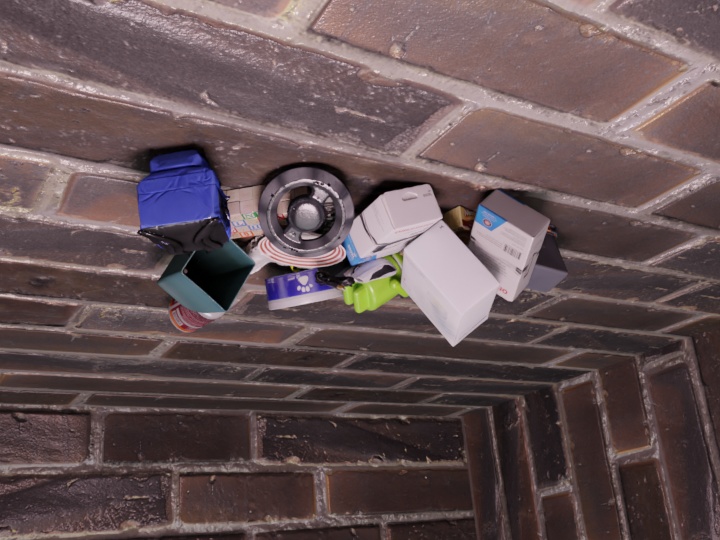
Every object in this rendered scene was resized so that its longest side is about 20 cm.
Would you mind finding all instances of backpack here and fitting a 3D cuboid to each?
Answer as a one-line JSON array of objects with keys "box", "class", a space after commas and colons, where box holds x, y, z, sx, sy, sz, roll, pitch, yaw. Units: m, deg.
[{"box": [-0.321, -0.122, 1.509, 0.158, 0.172, 0.200, -3, 163, 1], "class": "backpack"}]

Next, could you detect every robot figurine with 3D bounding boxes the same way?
[{"box": [0.047, 0.020, 1.982, 0.198, 0.175, 0.118, -31, 133, -25], "class": "robot figurine"}]

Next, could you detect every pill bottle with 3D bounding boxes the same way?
[{"box": [-0.415, 0.085, 2.098, 0.108, 0.112, 0.198, 13, 153, -40], "class": "pill bottle"}]

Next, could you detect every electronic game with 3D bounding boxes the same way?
[{"box": [-0.109, -0.117, 1.609, 0.195, 0.042, 0.204, -1, 120, -2], "class": "electronic game"}]

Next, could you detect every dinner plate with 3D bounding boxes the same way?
[{"box": [-0.128, -0.052, 1.756, 0.195, 0.025, 0.201, 5, 160, 2], "class": "dinner plate"}]

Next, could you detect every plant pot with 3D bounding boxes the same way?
[{"box": [-0.371, 0.007, 1.828, 0.141, 0.143, 0.198, 44, 147, -26], "class": "plant pot"}]

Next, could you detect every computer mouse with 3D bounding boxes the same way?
[{"box": [0.000, 0.000, 1.802, 0.197, 0.045, 0.108, -16, -163, -39], "class": "computer mouse"}]

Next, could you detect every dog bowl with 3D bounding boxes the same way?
[{"box": [-0.141, 0.042, 2.009, 0.195, 0.081, 0.200, -11, 180, 0], "class": "dog bowl"}]

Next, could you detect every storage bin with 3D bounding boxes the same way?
[{"box": [0.414, -0.037, 1.928, 0.197, 0.136, 0.146, 10, 136, -38], "class": "storage bin"}]

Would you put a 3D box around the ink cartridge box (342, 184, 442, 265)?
[{"box": [0.064, -0.099, 1.734, 0.142, 0.086, 0.200, -16, 167, -34], "class": "ink cartridge box"}]

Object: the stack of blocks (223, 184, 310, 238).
[{"box": [-0.199, -0.128, 1.676, 0.195, 0.060, 0.115, -8, 159, 6], "class": "stack of blocks"}]

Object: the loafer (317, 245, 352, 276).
[{"box": [-0.013, -0.036, 1.881, 0.197, 0.074, 0.073, -31, 158, -6], "class": "loafer"}]

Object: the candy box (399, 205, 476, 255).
[{"box": [0.198, -0.081, 1.905, 0.114, 0.057, 0.198, 17, 149, -42], "class": "candy box"}]

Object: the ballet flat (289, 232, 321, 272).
[{"box": [-0.100, -0.046, 1.901, 0.197, 0.069, 0.066, -22, 153, 36], "class": "ballet flat"}]

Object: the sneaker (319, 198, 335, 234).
[{"box": [-0.062, -0.125, 1.695, 0.072, 0.081, 0.201, -4, 158, 1], "class": "sneaker"}]

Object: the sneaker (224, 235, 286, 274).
[{"box": [-0.237, -0.050, 1.881, 0.195, 0.076, 0.088, -15, 144, 9], "class": "sneaker"}]

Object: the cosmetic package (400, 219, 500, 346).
[{"box": [0.197, 0.032, 1.803, 0.122, 0.200, 0.201, -35, 159, -16], "class": "cosmetic package"}]

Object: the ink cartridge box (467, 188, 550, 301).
[{"box": [0.321, -0.054, 1.776, 0.084, 0.145, 0.203, -39, 152, -36], "class": "ink cartridge box"}]
